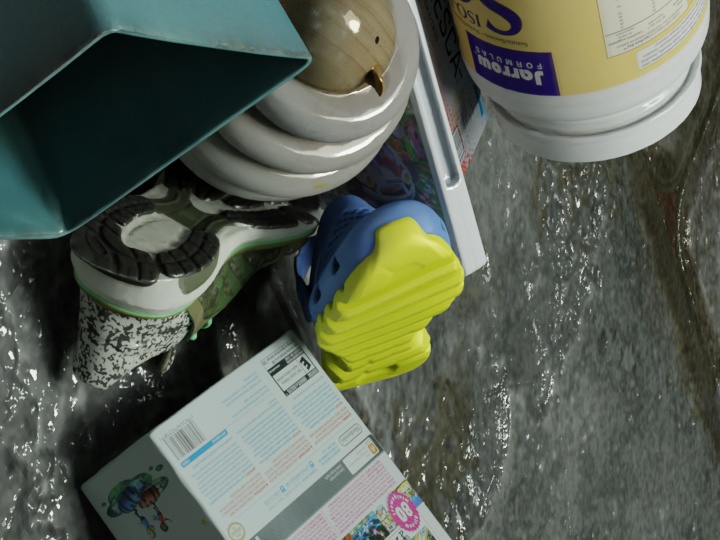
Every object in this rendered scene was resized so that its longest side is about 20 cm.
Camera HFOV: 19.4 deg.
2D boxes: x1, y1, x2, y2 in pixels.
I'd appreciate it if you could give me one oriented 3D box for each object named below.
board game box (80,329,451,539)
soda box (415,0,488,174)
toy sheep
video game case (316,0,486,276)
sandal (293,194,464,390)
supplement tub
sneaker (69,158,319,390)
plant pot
[{"bbox_3d":[-0.025,0.146,1.038,0.201,0.064,0.147,53,34,2],"label":"board game box"},{"bbox_3d":[0.013,-0.140,1.190,0.201,0.068,0.064,70,33,-41],"label":"soda box"},{"bbox_3d":[-0.044,-0.095,1.006,0.137,0.200,0.139,4,80,-23],"label":"toy sheep"},{"bbox_3d":[-0.004,-0.103,1.107,0.018,0.143,0.201,-30,121,-23],"label":"video game case"},{"bbox_3d":[0.000,0.000,1.086,0.200,0.079,0.088,118,-45,-71],"label":"sandal"},{"bbox_3d":[0.114,-0.175,1.154,0.201,0.144,0.146,72,32,-41],"label":"supplement tub"},{"bbox_3d":[-0.090,0.003,1.037,0.200,0.077,0.089,-26,144,-61],"label":"sneaker"},{"bbox_3d":[-0.146,-0.133,0.800,0.141,0.141,0.201,-4,64,-62],"label":"plant pot"}]
